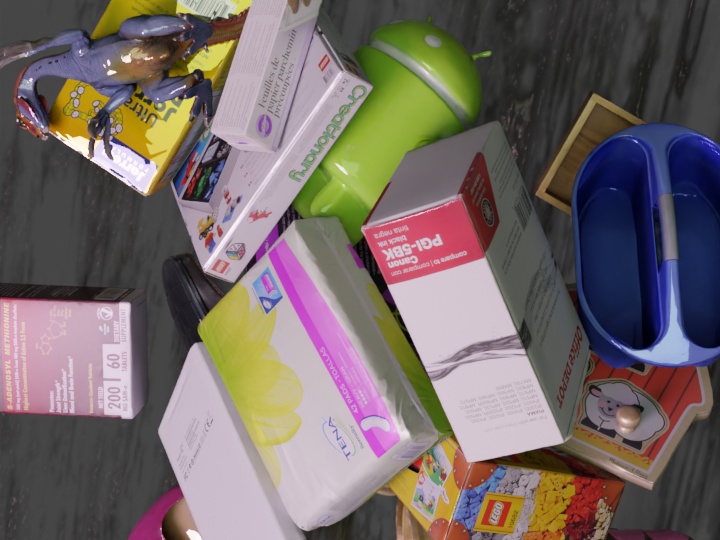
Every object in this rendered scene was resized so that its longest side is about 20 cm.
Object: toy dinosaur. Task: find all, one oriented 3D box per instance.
[{"bbox_3d":[-0.187,-0.153,1.070,0.180,0.199,0.106,9,120,40],"label":"toy dinosaur"}]

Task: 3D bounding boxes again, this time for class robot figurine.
[{"bbox_3d":[0.020,-0.120,1.122,0.175,0.116,0.201,37,84,35],"label":"robot figurine"}]

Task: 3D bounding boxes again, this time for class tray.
[{"bbox_3d":[0.259,-0.060,1.164,0.199,0.037,0.099,30,102,0],"label":"tray"}]

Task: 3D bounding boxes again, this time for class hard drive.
[{"bbox_3d":[-0.113,0.179,1.151,0.026,0.201,0.133,-6,141,-32],"label":"hard drive"}]

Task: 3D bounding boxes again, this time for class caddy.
[{"bbox_3d":[0.235,-0.015,1.068,0.139,0.105,0.203,-2,68,3],"label":"caddy"}]

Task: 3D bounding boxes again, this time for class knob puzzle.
[{"bbox_3d":[0.199,0.068,1.124,0.217,0.221,0.031,5,134,4],"label":"knob puzzle"}]

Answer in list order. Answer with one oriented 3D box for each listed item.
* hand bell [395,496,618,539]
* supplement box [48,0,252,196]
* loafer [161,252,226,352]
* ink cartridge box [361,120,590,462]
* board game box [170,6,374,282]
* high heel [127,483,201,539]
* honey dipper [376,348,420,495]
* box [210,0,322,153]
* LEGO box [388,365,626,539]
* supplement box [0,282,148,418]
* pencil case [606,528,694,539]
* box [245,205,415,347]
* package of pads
[{"bbox_3d":[0.136,0.246,1.222,0.197,0.104,0.106,-4,101,-7],"label":"hand bell"},{"bbox_3d":[-0.160,-0.180,1.142,0.109,0.109,0.201,32,102,0],"label":"supplement box"},{"bbox_3d":[-0.106,0.066,1.216,0.072,0.073,0.201,-32,91,-27],"label":"loafer"},{"bbox_3d":[0.090,0.015,0.997,0.082,0.147,0.202,-16,110,24],"label":"ink cartridge box"},{"bbox_3d":[-0.076,-0.106,1.088,0.034,0.127,0.201,22,116,-35],"label":"board game box"},{"bbox_3d":[-0.139,0.223,1.225,0.199,0.096,0.068,-35,96,11],"label":"high heel"},{"bbox_3d":[0.042,0.100,1.219,0.037,0.038,0.203,14,98,2],"label":"honey dipper"},{"bbox_3d":[-0.061,-0.191,1.043,0.041,0.039,0.202,7,76,40],"label":"box"},{"bbox_3d":[0.097,0.153,1.115,0.147,0.200,0.078,12,104,-27],"label":"LEGO box"},{"bbox_3d":[-0.295,0.070,1.229,0.197,0.061,0.110,2,102,6],"label":"supplement box"},{"bbox_3d":[0.208,0.266,1.156,0.198,0.095,0.091,7,148,-28],"label":"pencil case"},{"bbox_3d":[0.000,0.000,1.172,0.197,0.036,0.145,-8,74,9],"label":"box"},{"bbox_3d":[-0.034,0.083,1.068,0.154,0.068,0.201,-44,67,36],"label":"package of pads"}]
